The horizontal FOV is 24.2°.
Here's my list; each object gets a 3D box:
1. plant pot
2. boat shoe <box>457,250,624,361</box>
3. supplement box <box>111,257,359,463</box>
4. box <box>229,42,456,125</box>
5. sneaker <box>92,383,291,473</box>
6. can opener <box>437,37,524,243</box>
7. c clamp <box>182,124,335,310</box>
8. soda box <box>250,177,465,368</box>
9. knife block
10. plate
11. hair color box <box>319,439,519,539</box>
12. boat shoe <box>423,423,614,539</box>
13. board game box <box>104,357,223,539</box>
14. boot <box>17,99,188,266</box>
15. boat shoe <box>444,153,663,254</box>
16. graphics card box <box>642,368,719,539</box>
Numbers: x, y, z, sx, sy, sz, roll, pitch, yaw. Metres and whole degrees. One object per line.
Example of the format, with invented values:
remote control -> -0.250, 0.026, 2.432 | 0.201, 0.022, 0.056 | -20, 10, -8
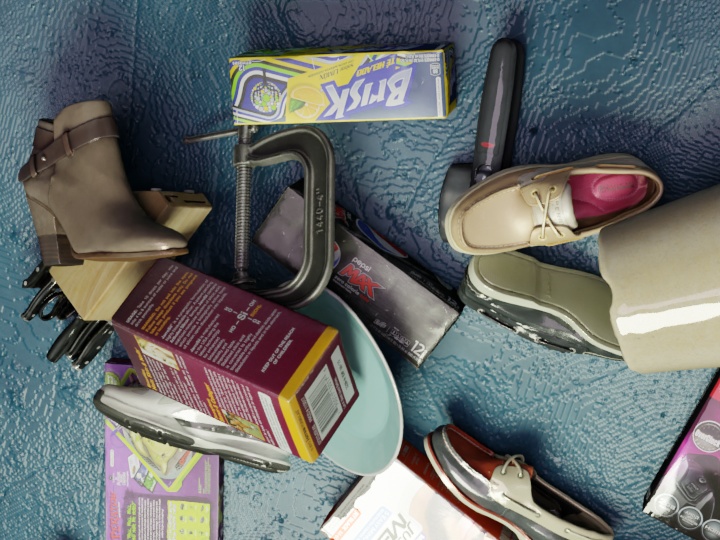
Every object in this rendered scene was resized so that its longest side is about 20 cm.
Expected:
plant pot -> 0.308, 0.006, 1.448 | 0.183, 0.200, 0.201 | -13, 99, 16
boat shoe -> 0.180, 0.042, 1.548 | 0.199, 0.075, 0.066 | 18, 143, -15
supplement box -> -0.112, 0.079, 1.517 | 0.200, 0.086, 0.110 | 22, 151, 26
box -> -0.015, -0.171, 1.541 | 0.200, 0.070, 0.064 | -1, 104, 12
sneaker -> -0.149, 0.115, 1.615 | 0.200, 0.076, 0.115 | 15, 76, 4
can opener -> 0.119, -0.112, 1.530 | 0.079, 0.063, 0.200 | 12, 104, 8
c clamp -> -0.088, -0.052, 1.543 | 0.171, 0.027, 0.200 | -16, 68, 31
soda box -> 0.000, 0.000, 1.578 | 0.200, 0.063, 0.071 | 37, 106, 2
knife block -> -0.235, 0.011, 1.596 | 0.200, 0.064, 0.176 | 1, 91, 36
plate -> -0.020, 0.097, 1.573 | 0.200, 0.026, 0.200 | 32, 135, 38
hair color box -> 0.074, 0.264, 1.620 | 0.200, 0.064, 0.111 | 38, 105, 1
boat shoe -> 0.148, 0.208, 1.586 | 0.200, 0.071, 0.063 | 41, 122, -5
board game box -> -0.195, 0.190, 1.677 | 0.120, 0.032, 0.200 | 3, 102, 7
boot -> -0.233, -0.080, 1.513 | 0.200, 0.070, 0.146 | -3, 86, 36
boat shoe -> 0.174, -0.060, 1.488 | 0.200, 0.069, 0.074 | -18, 104, -12
graphics card box -> 0.360, 0.163, 1.547 | 0.125, 0.051, 0.200 | 29, 107, 4
